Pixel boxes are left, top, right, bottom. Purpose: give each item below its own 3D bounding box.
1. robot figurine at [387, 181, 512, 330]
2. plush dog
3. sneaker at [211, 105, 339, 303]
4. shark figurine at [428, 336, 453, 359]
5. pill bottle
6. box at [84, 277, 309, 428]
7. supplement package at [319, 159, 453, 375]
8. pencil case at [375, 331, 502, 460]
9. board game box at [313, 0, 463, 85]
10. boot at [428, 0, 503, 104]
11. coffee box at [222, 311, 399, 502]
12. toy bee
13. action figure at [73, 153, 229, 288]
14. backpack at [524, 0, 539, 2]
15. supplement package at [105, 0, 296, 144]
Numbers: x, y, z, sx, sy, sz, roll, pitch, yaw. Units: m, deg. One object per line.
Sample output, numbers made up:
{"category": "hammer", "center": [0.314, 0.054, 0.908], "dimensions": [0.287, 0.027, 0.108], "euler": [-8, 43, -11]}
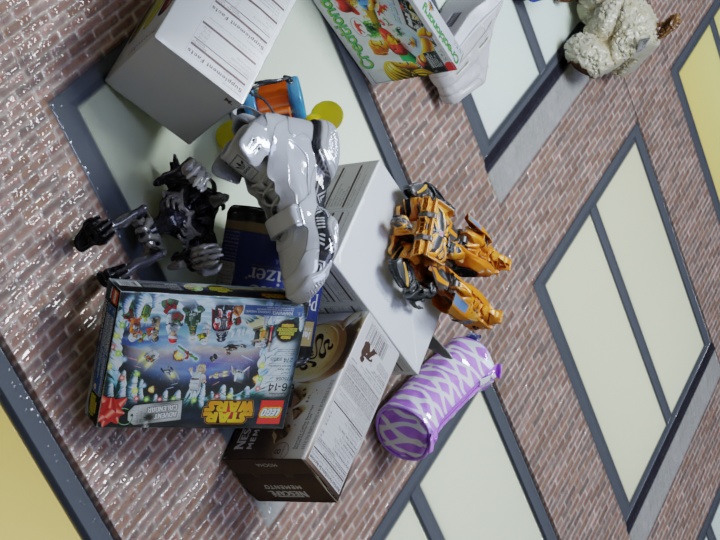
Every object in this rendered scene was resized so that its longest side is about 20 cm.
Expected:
{"category": "robot figurine", "center": [0.100, -0.016, 1.687], "dimensions": [0.200, 0.058, 0.145], "euler": [37, 56, -47]}
{"category": "plush dog", "center": [0.389, -0.405, 2.284], "dimensions": [0.200, 0.160, 0.172], "euler": [-16, 73, -56]}
{"category": "sneaker", "center": [-0.085, -0.069, 1.432], "dimensions": [0.115, 0.075, 0.201], "euler": [16, 61, -26]}
{"category": "shark figurine", "center": [0.108, 0.001, 1.867], "dimensions": [0.128, 0.089, 0.215], "euler": [57, 42, -31]}
{"category": "pill bottle", "center": [-0.098, 0.037, 1.535], "dimensions": [0.112, 0.112, 0.201], "euler": [8, 91, -54]}
{"category": "box", "center": [-0.155, 0.082, 1.418], "dimensions": [0.199, 0.040, 0.137], "euler": [3, 108, -30]}
{"category": "supplement package", "center": [0.000, 0.000, 1.690], "dimensions": [0.200, 0.111, 0.156], "euler": [54, 46, -37]}
{"category": "pencil case", "center": [0.098, 0.158, 1.831], "dimensions": [0.200, 0.085, 0.084], "euler": [-40, 145, -47]}
{"category": "board game box", "center": [0.022, -0.308, 1.746], "dimensions": [0.200, 0.126, 0.035], "euler": [51, 47, -38]}
{"category": "boot", "center": [0.146, -0.307, 1.982], "dimensions": [0.200, 0.073, 0.096], "euler": [-50, 132, -35]}
{"category": "coffee box", "center": [-0.051, 0.147, 1.599], "dimensions": [0.080, 0.113, 0.200], "euler": [54, 46, -36]}
{"category": "toy bee", "center": [-0.094, -0.147, 1.562], "dimensions": [0.200, 0.130, 0.109], "euler": [-27, 108, -66]}
{"category": "action figure", "center": [-0.180, -0.046, 1.453], "dimensions": [0.200, 0.102, 0.119], "euler": [-35, 113, -47]}
{"category": "backpack", "center": [0.294, -0.519, 2.127], "dimensions": [0.200, 0.167, 0.163], "euler": [66, 33, -19]}
{"category": "supplement package", "center": [-0.150, -0.248, 1.484], "dimensions": [0.109, 0.114, 0.200], "euler": [37, 53, -20]}
